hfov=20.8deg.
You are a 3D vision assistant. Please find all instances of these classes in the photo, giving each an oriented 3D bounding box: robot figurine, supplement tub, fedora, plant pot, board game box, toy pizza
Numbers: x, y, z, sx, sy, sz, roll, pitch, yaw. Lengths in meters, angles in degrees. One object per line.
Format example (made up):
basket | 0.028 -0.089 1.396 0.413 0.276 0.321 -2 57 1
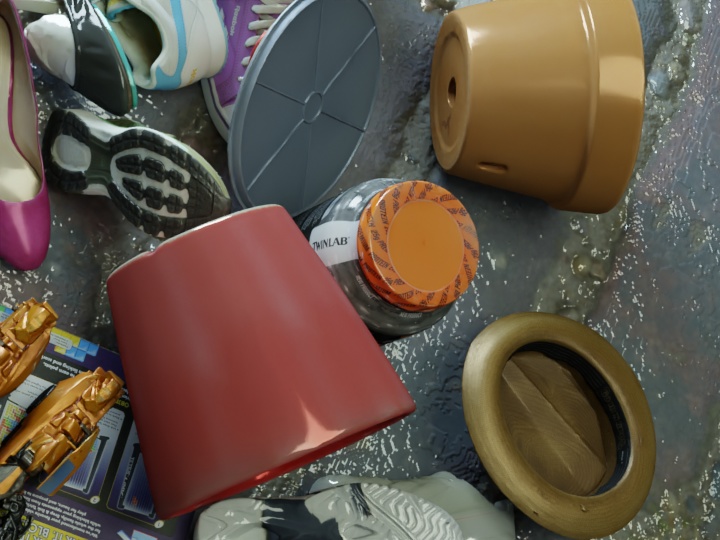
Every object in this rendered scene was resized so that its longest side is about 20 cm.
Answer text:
robot figurine | -0.264 0.120 1.363 0.145 0.058 0.200 46 61 -12
supplement tub | 0.000 0.000 1.522 0.122 0.200 0.123 7 75 -27
fedora | 0.152 0.134 1.637 0.200 0.082 0.201 13 63 -27
plant pot | -0.085 0.061 1.409 0.200 0.200 0.178 -20 83 -31
board game box | -0.215 0.139 1.453 0.200 0.057 0.166 25 69 -22
plant pot | 0.141 -0.149 1.653 0.140 0.200 0.200 1 77 -13
toy pizza | -0.050 -0.135 1.566 0.200 0.032 0.200 -40 142 -41

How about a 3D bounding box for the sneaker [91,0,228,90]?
sneaker | -0.176 -0.239 1.546 0.081 0.076 0.200 -26 92 -46

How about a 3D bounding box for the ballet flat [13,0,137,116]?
ballet flat | -0.232 -0.196 1.504 0.068 0.068 0.200 -13 62 -20

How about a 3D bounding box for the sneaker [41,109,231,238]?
sneaker | -0.152 -0.080 1.476 0.089 0.200 0.077 -8 115 -44

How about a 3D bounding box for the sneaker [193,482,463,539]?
sneaker | -0.025 0.210 1.491 0.199 0.130 0.080 -6 78 -3

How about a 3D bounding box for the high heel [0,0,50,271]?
high heel | -0.260 -0.103 1.461 0.067 0.096 0.200 -6 81 -30

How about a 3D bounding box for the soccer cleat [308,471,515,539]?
soccer cleat | 0.043 0.192 1.582 0.200 0.069 0.078 24 62 -30

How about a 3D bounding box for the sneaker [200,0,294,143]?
sneaker | -0.076 -0.200 1.578 0.073 0.114 0.201 3 78 -30
